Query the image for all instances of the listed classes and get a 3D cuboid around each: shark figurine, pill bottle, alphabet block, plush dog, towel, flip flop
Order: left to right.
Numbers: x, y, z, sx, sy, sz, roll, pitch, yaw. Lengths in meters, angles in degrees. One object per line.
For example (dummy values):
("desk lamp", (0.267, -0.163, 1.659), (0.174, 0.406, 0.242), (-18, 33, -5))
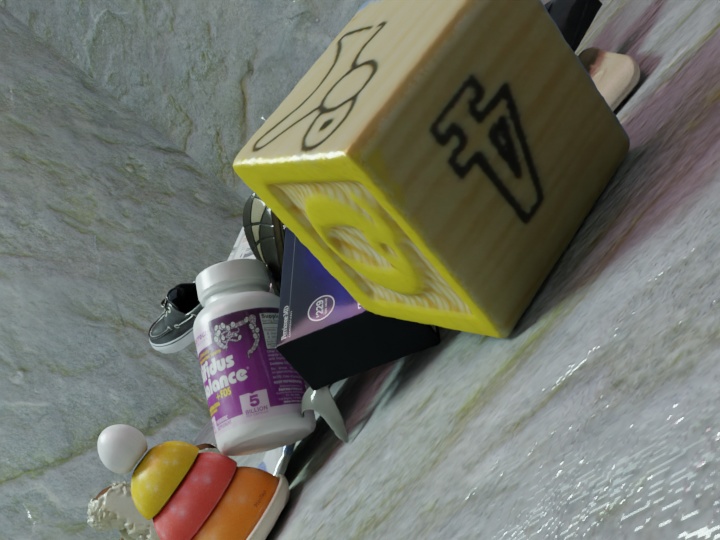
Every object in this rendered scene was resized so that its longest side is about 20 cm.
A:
("plush dog", (-0.251, 0.349, 1.247), (0.199, 0.161, 0.172), (-25, -20, -18))
("pill bottle", (-0.123, 0.094, 1.014), (0.112, 0.201, 0.112), (-14, -20, -5))
("towel", (-0.083, 0.169, 1.108), (0.147, 0.024, 0.201), (169, 121, -82))
("flip flop", (-0.078, -0.012, 1.060), (0.057, 0.201, 0.081), (-36, 36, -19))
("shark figurine", (0.012, 0.074, 0.970), (0.214, 0.089, 0.129), (-45, -36, -54))
("alphabet block", (0.055, -0.091, 0.725), (0.200, 0.196, 0.195), (-53, 27, -18))

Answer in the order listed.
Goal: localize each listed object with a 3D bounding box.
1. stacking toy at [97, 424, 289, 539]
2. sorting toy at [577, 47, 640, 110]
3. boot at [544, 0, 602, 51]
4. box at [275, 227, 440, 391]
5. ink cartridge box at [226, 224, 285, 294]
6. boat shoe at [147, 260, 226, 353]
("stacking toy", (-0.187, 0.226, 0.958), (0.146, 0.200, 0.146), (-51, 5, 6))
("sorting toy", (0.212, -0.149, 0.964), (0.185, 0.036, 0.200), (-51, 9, 16))
("boot", (0.182, -0.237, 1.055), (0.164, 0.066, 0.201), (-15, 37, 40))
("box", (-0.004, 0.003, 0.923), (0.141, 0.079, 0.201), (-25, 38, 20))
("ink cartridge box", (-0.111, 0.002, 1.203), (0.146, 0.083, 0.201), (-11, 51, 48))
("boat shoe", (-0.215, 0.043, 1.158), (0.199, 0.066, 0.070), (-26, 42, 37))
